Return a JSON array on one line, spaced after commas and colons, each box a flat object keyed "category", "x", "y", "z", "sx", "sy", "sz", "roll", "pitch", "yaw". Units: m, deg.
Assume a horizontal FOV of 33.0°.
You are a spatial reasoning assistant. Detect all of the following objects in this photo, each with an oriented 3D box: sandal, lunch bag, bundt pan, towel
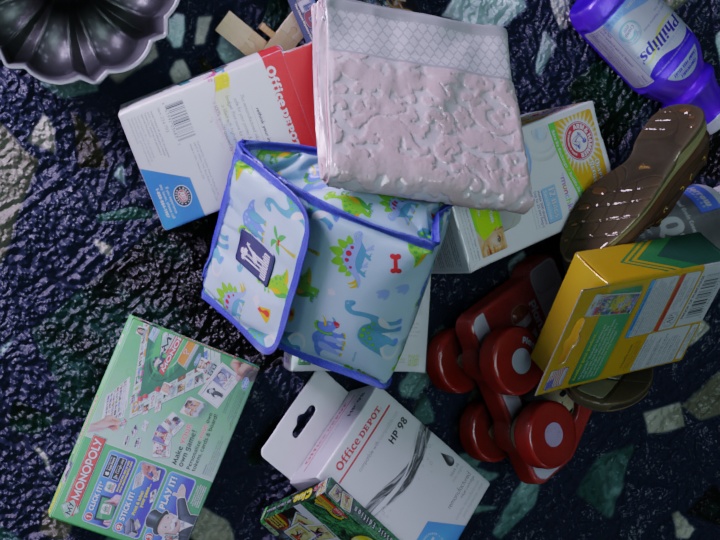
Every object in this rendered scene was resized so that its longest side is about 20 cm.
[{"category": "sandal", "x": 0.251, "y": 0.103, "z": 1.221, "sx": 0.081, "sy": 0.200, "sz": 0.055, "roll": 17, "pitch": 112, "yaw": 12}, {"category": "lunch bag", "x": -0.037, "y": -0.012, "z": 1.086, "sx": 0.199, "sy": 0.128, "sz": 0.171, "roll": 21, "pitch": 123, "yaw": 4}, {"category": "bundt pan", "x": -0.261, "y": -0.262, "z": 1.078, "sx": 0.200, "sy": 0.076, "sz": 0.203, "roll": -1, "pitch": 94, "yaw": -16}, {"category": "towel", "x": 0.054, "y": -0.147, "z": 1.072, "sx": 0.199, "sy": 0.032, "sz": 0.192, "roll": 6, "pitch": 64, "yaw": -22}]

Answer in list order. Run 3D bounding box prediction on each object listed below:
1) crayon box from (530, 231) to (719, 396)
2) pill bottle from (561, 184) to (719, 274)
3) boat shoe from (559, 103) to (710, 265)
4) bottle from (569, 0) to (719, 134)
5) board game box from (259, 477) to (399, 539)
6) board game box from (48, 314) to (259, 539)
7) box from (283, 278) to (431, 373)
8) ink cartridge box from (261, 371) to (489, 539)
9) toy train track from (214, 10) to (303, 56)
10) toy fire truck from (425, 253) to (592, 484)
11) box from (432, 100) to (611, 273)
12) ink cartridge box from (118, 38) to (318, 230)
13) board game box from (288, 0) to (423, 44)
[{"category": "crayon box", "x": 0.242, "y": 0.038, "z": 1.132, "sx": 0.199, "sy": 0.052, "sz": 0.126, "roll": -9, "pitch": 132, "yaw": -34}, {"category": "pill bottle", "x": 0.320, "y": -0.025, "z": 1.255, "sx": 0.199, "sy": 0.114, "sz": 0.115, "roll": -15, "pitch": 98, "yaw": -16}, {"category": "boat shoe", "x": 0.270, "y": -0.068, "z": 1.158, "sx": 0.200, "sy": 0.072, "sz": 0.068, "roll": -48, "pitch": 130, "yaw": -15}, {"category": "bottle", "x": 0.308, "y": -0.223, "z": 1.260, "sx": 0.200, "sy": 0.065, "sz": 0.084, "roll": 43, "pitch": 81, "yaw": -16}, {"category": "board game box", "x": 0.006, "y": 0.282, "z": 1.163, "sx": 0.200, "sy": 0.105, "sz": 0.024, "roll": 44, "pitch": 41, "yaw": -15}, {"category": "board game box", "x": -0.195, "y": 0.160, "z": 1.157, "sx": 0.134, "sy": 0.029, "sz": 0.201, "roll": 24, "pitch": 88, "yaw": -16}, {"category": "box", "x": 0.000, "y": 0.000, "z": 1.202, "sx": 0.143, "sy": 0.036, "sz": 0.201, "roll": 3, "pitch": 95, "yaw": -17}, {"category": "ink cartridge box", "x": 0.015, "y": 0.195, "z": 1.185, "sx": 0.200, "sy": 0.067, "sz": 0.116, "roll": 42, "pitch": 64, "yaw": -14}, {"category": "toy train track", "x": -0.055, "y": -0.176, "z": 1.166, "sx": 0.200, "sy": 0.033, "sz": 0.115, "roll": 39, "pitch": 96, "yaw": -15}, {"category": "toy fire truck", "x": 0.176, "y": 0.103, "z": 1.233, "sx": 0.168, "sy": 0.112, "sz": 0.201, "roll": -33, "pitch": 105, "yaw": -31}, {"category": "box", "x": 0.138, "y": -0.082, "z": 1.179, "sx": 0.199, "sy": 0.101, "sz": 0.113, "roll": -22, "pitch": 101, "yaw": -29}, {"category": "ink cartridge box", "x": -0.108, "y": -0.130, "z": 1.116, "sx": 0.199, "sy": 0.067, "sz": 0.117, "roll": -21, "pitch": 107, "yaw": -3}, {"category": "board game box", "x": 0.016, "y": -0.208, "z": 1.159, "sx": 0.135, "sy": 0.034, "sz": 0.201, "roll": -35, "pitch": 105, "yaw": -41}]
